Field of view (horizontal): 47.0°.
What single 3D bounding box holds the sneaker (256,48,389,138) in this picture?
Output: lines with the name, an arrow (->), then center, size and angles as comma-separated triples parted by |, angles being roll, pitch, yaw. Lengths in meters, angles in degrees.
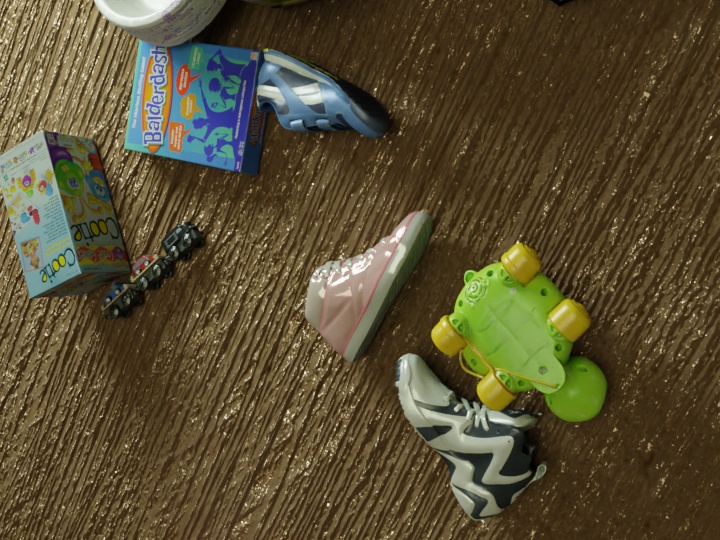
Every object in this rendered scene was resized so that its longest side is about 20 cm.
sneaker -> -0.049, -0.197, 1.000 | 0.198, 0.073, 0.084 | 33, 107, 29

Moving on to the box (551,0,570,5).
box -> 0.267, -0.388, 0.841 | 0.197, 0.049, 0.165 | -15, 84, 33

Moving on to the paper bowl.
paper bowl -> -0.241, -0.389, 1.059 | 0.196, 0.104, 0.206 | -4, 80, 26

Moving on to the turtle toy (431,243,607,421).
turtle toy -> 0.179, 0.076, 0.877 | 0.146, 0.101, 0.201 | -45, 74, 18

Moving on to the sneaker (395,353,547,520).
sneaker -> 0.132, 0.161, 0.915 | 0.128, 0.079, 0.202 | -33, 78, 21

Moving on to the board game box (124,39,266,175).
board game box -> -0.214, -0.219, 1.091 | 0.196, 0.045, 0.156 | 13, 97, 26

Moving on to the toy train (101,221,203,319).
toy train -> -0.292, 0.001, 1.141 | 0.199, 0.034, 0.046 | -40, 72, 21

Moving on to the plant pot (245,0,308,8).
plant pot -> -0.085, -0.413, 0.947 | 0.196, 0.198, 0.186 | -6, 96, 25

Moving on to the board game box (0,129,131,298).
board game box -> -0.416, -0.076, 1.161 | 0.103, 0.103, 0.204 | -21, 82, 24

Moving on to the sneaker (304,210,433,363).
sneaker -> 0.000, 0.000, 0.976 | 0.104, 0.075, 0.203 | 35, 110, 15
